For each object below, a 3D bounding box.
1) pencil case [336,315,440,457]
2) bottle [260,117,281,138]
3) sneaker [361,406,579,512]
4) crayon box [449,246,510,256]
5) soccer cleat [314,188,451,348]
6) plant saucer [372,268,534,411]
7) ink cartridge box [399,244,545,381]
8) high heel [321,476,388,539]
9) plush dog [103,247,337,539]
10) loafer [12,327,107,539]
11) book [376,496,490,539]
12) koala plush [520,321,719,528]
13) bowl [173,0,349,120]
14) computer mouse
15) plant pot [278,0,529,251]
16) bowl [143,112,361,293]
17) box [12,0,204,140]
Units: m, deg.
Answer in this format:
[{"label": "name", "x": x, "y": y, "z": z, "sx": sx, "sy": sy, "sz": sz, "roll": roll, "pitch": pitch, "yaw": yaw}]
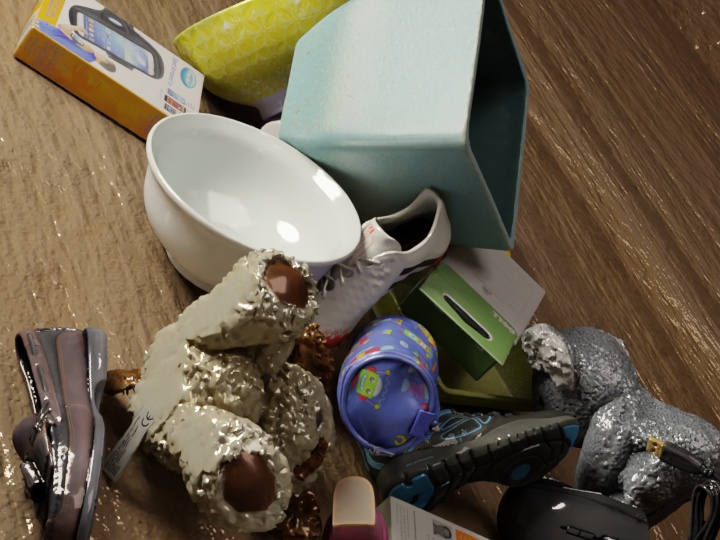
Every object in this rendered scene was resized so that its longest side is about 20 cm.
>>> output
[{"label": "pencil case", "x": 0.027, "y": 0.090, "z": 1.078, "sx": 0.087, "sy": 0.078, "sz": 0.200, "roll": 35, "pitch": 7, "yaw": -2}, {"label": "bottle", "x": -0.039, "y": -0.140, "z": 1.391, "sx": 0.066, "sy": 0.083, "sz": 0.200, "roll": 55, "pitch": 27, "yaw": 8}, {"label": "sneaker", "x": 0.096, "y": 0.143, "z": 1.128, "sx": 0.198, "sy": 0.074, "sz": 0.082, "roll": -8, "pitch": 41, "yaw": -26}, {"label": "crayon box", "x": 0.088, "y": -0.075, "z": 1.509, "sx": 0.172, "sy": 0.058, "sz": 0.201, "roll": 36, "pitch": 28, "yaw": -20}, {"label": "soccer cleat", "x": 0.000, "y": 0.000, "z": 1.157, "sx": 0.199, "sy": 0.085, "sz": 0.069, "roll": -34, "pitch": 62, "yaw": -20}, {"label": "plant saucer", "x": 0.088, "y": 0.064, "z": 1.320, "sx": 0.199, "sy": 0.048, "sz": 0.201, "roll": 12, "pitch": 41, "yaw": -47}, {"label": "ink cartridge box", "x": 0.103, "y": 0.036, "z": 1.260, "sx": 0.104, "sy": 0.059, "sz": 0.200, "roll": 44, "pitch": 27, "yaw": 0}, {"label": "high heel", "x": -0.011, "y": 0.251, "z": 0.926, "sx": 0.067, "sy": 0.096, "sz": 0.201, "roll": -2, "pitch": 52, "yaw": 1}, {"label": "plush dog", "x": -0.083, "y": 0.106, "z": 0.956, "sx": 0.172, "sy": 0.159, "sz": 0.202, "roll": 37, "pitch": 52, "yaw": -46}, {"label": "loafer", "x": -0.198, "y": 0.105, "z": 0.847, "sx": 0.062, "sy": 0.072, "sz": 0.201, "roll": 12, "pitch": 30, "yaw": -16}, {"label": "book", "x": 0.096, "y": 0.273, "z": 1.036, "sx": 0.199, "sy": 0.048, "sz": 0.134, "roll": 31, "pitch": 32, "yaw": -24}, {"label": "koala plush", "x": 0.229, "y": 0.137, "z": 1.241, "sx": 0.177, "sy": 0.183, "sz": 0.201, "roll": 7, "pitch": 52, "yaw": -52}, {"label": "bowl", "x": -0.082, "y": -0.219, "z": 1.361, "sx": 0.200, "sy": 0.199, "sz": 0.109, "roll": -29, "pitch": 98, "yaw": -63}, {"label": "computer mouse", "x": 0.210, "y": 0.201, "z": 1.121, "sx": 0.199, "sy": 0.142, "sz": 0.046, "roll": 20, "pitch": -3, "yaw": 31}, {"label": "plant pot", "x": 0.037, "y": -0.144, "z": 1.244, "sx": 0.197, "sy": 0.198, "sz": 0.197, "roll": 56, "pitch": 37, "yaw": -56}, {"label": "bowl", "x": -0.106, "y": -0.039, "z": 1.126, "sx": 0.200, "sy": 0.091, "sz": 0.202, "roll": 25, "pitch": 29, "yaw": -14}, {"label": "box", "x": -0.222, "y": -0.187, "z": 1.249, "sx": 0.199, "sy": 0.042, "sz": 0.120, "roll": 31, "pitch": 29, "yaw": -21}]
